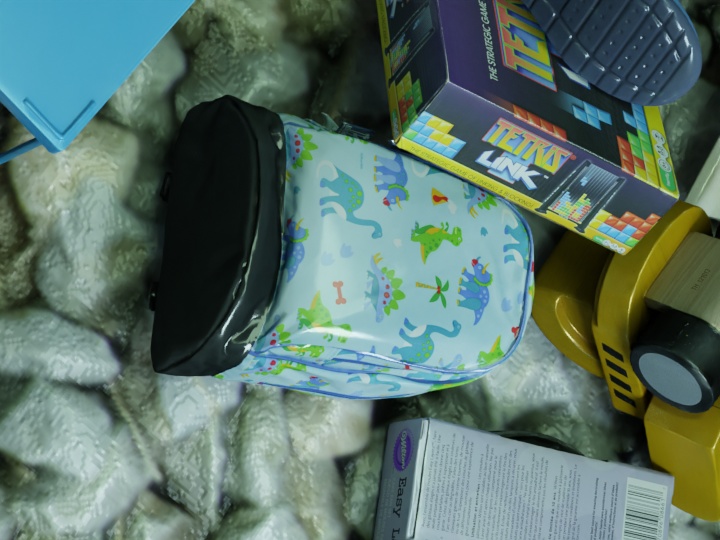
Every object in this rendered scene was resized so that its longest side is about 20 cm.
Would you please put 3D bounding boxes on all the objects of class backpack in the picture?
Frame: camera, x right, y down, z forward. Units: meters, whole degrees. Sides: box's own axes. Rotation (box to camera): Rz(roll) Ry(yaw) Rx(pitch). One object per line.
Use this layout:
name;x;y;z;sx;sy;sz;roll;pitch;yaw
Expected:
backpack;0.000;0.000;1.395;0.199;0.153;0.164;24;65;-40

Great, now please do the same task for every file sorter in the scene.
file sorter;-0.167;-0.172;1.319;0.139;0.122;0.200;46;65;-17

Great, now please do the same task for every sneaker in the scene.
sneaker;0.119;-0.177;1.417;0.200;0.074;0.082;43;31;2

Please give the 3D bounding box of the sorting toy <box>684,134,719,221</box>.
sorting toy;0.278;-0.057;1.580;0.200;0.107;0.180;44;77;-30

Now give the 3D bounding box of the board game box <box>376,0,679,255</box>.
board game box;0.092;-0.123;1.441;0.165;0.057;0.201;25;37;-27

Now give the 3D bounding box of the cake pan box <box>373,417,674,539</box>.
cake pan box;0.091;0.193;1.460;0.183;0.052;0.202;13;77;-30

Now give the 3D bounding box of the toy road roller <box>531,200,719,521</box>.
toy road roller;0.188;0.040;1.514;0.123;0.145;0.201;-51;145;-25
